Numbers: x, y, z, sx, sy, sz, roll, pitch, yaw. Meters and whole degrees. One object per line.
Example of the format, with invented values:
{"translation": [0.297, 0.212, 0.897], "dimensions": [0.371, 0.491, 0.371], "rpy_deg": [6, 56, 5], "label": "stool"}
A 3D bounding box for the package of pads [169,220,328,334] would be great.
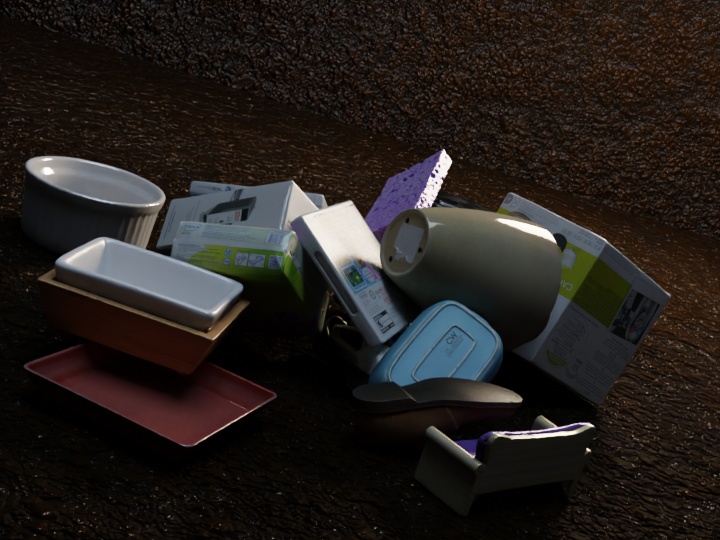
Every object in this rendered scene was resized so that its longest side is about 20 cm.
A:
{"translation": [-0.137, 0.011, 1.386], "dimensions": [0.154, 0.068, 0.200], "rpy_deg": [5, -25, 14], "label": "package of pads"}

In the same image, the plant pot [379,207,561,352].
{"translation": [0.129, -0.008, 1.471], "dimensions": [0.200, 0.188, 0.187], "rpy_deg": [22, 10, -37], "label": "plant pot"}

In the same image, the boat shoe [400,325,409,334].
{"translation": [0.065, 0.082, 1.565], "dimensions": [0.199, 0.075, 0.093], "rpy_deg": [25, 10, 23], "label": "boat shoe"}

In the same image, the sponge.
{"translation": [0.065, -0.103, 1.667], "dimensions": [0.030, 0.111, 0.200], "rpy_deg": [54, 32, -17], "label": "sponge"}

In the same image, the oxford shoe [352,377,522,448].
{"translation": [0.087, 0.164, 1.274], "dimensions": [0.199, 0.072, 0.071], "rpy_deg": [-2, 15, -12], "label": "oxford shoe"}

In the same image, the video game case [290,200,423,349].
{"translation": [0.000, 0.000, 1.419], "dimensions": [0.182, 0.024, 0.200], "rpy_deg": [57, 20, 2], "label": "video game case"}

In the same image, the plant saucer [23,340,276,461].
{"translation": [-0.217, 0.130, 1.169], "dimensions": [0.199, 0.037, 0.200], "rpy_deg": [22, 15, 17], "label": "plant saucer"}

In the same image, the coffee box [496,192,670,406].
{"translation": [0.280, 0.043, 1.619], "dimensions": [0.200, 0.198, 0.200], "rpy_deg": [32, 2, -43], "label": "coffee box"}

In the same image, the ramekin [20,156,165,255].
{"translation": [-0.389, -0.086, 1.609], "dimensions": [0.200, 0.098, 0.201], "rpy_deg": [16, 16, -5], "label": "ramekin"}

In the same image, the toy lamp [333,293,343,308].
{"translation": [0.055, 0.066, 1.656], "dimensions": [0.199, 0.058, 0.058], "rpy_deg": [24, 17, 13], "label": "toy lamp"}

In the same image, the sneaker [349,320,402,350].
{"translation": [0.074, 0.119, 1.456], "dimensions": [0.108, 0.070, 0.200], "rpy_deg": [-2, 31, -39], "label": "sneaker"}

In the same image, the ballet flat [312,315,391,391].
{"translation": [0.002, 0.115, 1.401], "dimensions": [0.068, 0.069, 0.200], "rpy_deg": [6, 20, -40], "label": "ballet flat"}

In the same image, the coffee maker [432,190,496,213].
{"translation": [0.105, -0.017, 1.720], "dimensions": [0.191, 0.201, 0.135], "rpy_deg": [9, 16, -27], "label": "coffee maker"}

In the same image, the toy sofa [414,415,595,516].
{"translation": [0.163, 0.199, 1.234], "dimensions": [0.199, 0.098, 0.083], "rpy_deg": [2, 22, -42], "label": "toy sofa"}

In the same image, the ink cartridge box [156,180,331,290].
{"translation": [-0.141, -0.035, 1.475], "dimensions": [0.199, 0.083, 0.147], "rpy_deg": [-6, -34, 29], "label": "ink cartridge box"}

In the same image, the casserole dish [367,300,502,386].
{"translation": [0.097, 0.113, 1.352], "dimensions": [0.121, 0.039, 0.200], "rpy_deg": [39, 58, 8], "label": "casserole dish"}

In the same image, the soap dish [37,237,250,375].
{"translation": [-0.238, 0.038, 1.245], "dimensions": [0.199, 0.082, 0.157], "rpy_deg": [19, 15, 4], "label": "soap dish"}

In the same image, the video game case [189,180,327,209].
{"translation": [-0.125, -0.068, 1.556], "dimensions": [0.182, 0.022, 0.200], "rpy_deg": [7, -18, 10], "label": "video game case"}
